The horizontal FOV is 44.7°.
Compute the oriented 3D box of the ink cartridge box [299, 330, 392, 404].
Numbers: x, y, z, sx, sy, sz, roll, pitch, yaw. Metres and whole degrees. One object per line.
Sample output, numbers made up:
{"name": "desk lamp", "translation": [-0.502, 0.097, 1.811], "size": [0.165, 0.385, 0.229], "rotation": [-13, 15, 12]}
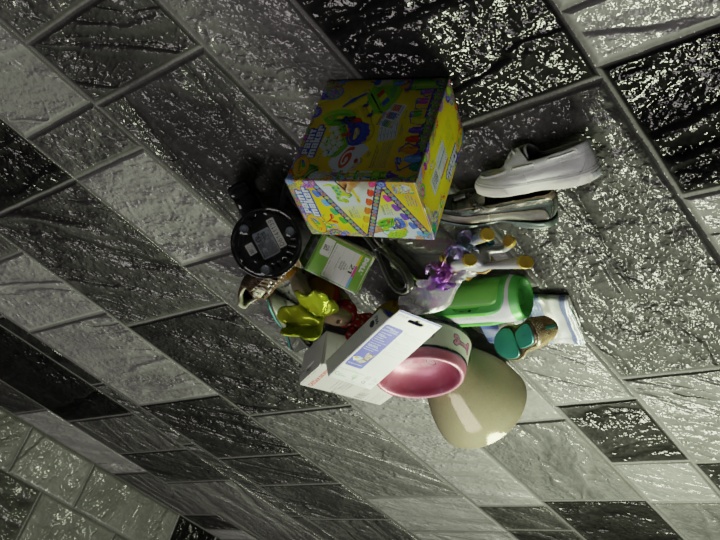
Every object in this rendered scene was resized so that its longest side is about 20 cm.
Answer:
{"name": "ink cartridge box", "translation": [-0.014, 0.212, 1.892], "size": [0.200, 0.083, 0.147], "rotation": [17, 150, -18]}

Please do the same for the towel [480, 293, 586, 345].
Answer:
{"name": "towel", "translation": [0.310, 0.093, 1.638], "size": [0.200, 0.024, 0.147], "rotation": [-1, 141, 29]}

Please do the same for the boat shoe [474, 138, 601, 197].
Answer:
{"name": "boat shoe", "translation": [0.250, -0.152, 1.276], "size": [0.200, 0.072, 0.069], "rotation": [-1, 115, 46]}

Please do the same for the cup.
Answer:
{"name": "cup", "translation": [0.209, 0.230, 1.740], "size": [0.200, 0.200, 0.143], "rotation": [-11, 131, 38]}

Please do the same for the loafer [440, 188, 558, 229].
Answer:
{"name": "loafer", "translation": [0.208, -0.109, 1.364], "size": [0.200, 0.072, 0.063], "rotation": [3, 133, 10]}

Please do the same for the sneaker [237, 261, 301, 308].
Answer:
{"name": "sneaker", "translation": [-0.182, 0.023, 1.739], "size": [0.070, 0.076, 0.200], "rotation": [31, 146, -18]}

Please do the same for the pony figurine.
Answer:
{"name": "pony figurine", "translation": [0.160, -0.014, 1.447], "size": [0.193, 0.167, 0.200], "rotation": [1, 169, -20]}

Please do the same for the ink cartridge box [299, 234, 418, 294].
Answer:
{"name": "ink cartridge box", "translation": [0.000, 0.000, 1.549], "size": [0.200, 0.076, 0.148], "rotation": [27, -177, -10]}

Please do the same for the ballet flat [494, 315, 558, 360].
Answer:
{"name": "ballet flat", "translation": [0.305, 0.123, 1.594], "size": [0.065, 0.071, 0.200], "rotation": [-13, 174, -14]}

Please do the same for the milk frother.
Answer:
{"name": "milk frother", "translation": [-0.125, -0.086, 1.512], "size": [0.200, 0.181, 0.188], "rotation": [-10, -176, -5]}

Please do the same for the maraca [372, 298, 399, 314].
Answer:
{"name": "maraca", "translation": [0.110, 0.114, 1.700], "size": [0.200, 0.107, 0.137], "rotation": [18, 174, -26]}

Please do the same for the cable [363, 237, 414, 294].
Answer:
{"name": "cable", "translation": [0.018, -0.051, 1.409], "size": [0.097, 0.050, 0.200], "rotation": [-16, 91, 39]}

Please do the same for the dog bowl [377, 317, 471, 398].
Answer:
{"name": "dog bowl", "translation": [0.107, 0.169, 1.615], "size": [0.200, 0.074, 0.200], "rotation": [0, 145, 0]}

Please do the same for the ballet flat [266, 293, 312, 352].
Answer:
{"name": "ballet flat", "translation": [-0.145, 0.104, 1.868], "size": [0.064, 0.067, 0.200], "rotation": [-15, 142, 2]}

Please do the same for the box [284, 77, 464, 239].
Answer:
{"name": "box", "translation": [0.026, -0.162, 1.247], "size": [0.192, 0.200, 0.122], "rotation": [4, 145, 23]}

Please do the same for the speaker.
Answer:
{"name": "speaker", "translation": [0.205, 0.055, 1.577], "size": [0.200, 0.089, 0.088], "rotation": [-6, 140, 34]}

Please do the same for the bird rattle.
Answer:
{"name": "bird rattle", "translation": [-0.051, 0.055, 1.539], "size": [0.200, 0.163, 0.113], "rotation": [8, 129, -40]}

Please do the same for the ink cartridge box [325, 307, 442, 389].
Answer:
{"name": "ink cartridge box", "translation": [0.038, 0.126, 1.492], "size": [0.099, 0.039, 0.200], "rotation": [24, 127, -33]}
